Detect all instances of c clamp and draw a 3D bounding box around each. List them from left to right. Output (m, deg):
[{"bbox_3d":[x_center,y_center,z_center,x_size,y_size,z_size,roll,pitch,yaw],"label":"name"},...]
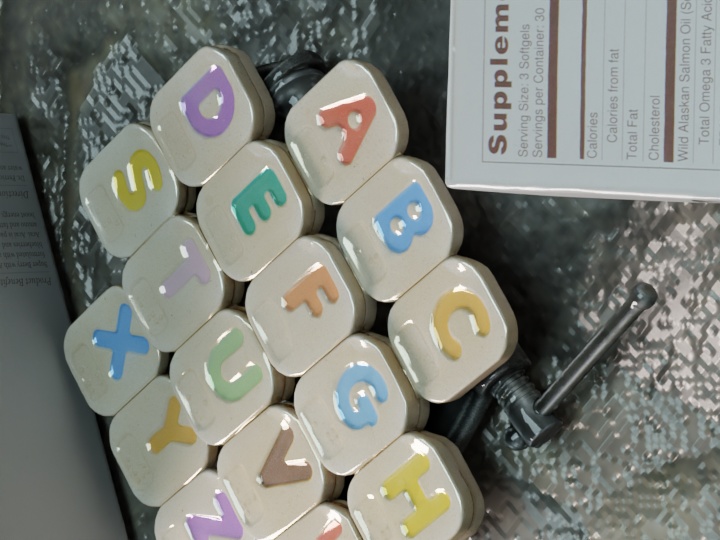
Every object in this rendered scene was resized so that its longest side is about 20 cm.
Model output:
[{"bbox_3d":[0.000,0.000,0.988,0.200,0.027,0.171,49,124,24],"label":"c clamp"}]

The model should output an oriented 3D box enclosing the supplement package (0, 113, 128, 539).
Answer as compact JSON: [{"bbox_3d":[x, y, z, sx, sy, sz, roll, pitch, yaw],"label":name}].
[{"bbox_3d":[-0.187,0.052,1.068,0.120,0.121,0.200,-23,77,36],"label":"supplement package"}]

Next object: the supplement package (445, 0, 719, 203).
[{"bbox_3d":[0.138,-0.077,0.817,0.200,0.117,0.118,4,94,38],"label":"supplement package"}]

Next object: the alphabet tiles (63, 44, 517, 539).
[{"bbox_3d":[-0.033,0.025,0.992,0.196,0.015,0.200,-40,70,37],"label":"alphabet tiles"}]
